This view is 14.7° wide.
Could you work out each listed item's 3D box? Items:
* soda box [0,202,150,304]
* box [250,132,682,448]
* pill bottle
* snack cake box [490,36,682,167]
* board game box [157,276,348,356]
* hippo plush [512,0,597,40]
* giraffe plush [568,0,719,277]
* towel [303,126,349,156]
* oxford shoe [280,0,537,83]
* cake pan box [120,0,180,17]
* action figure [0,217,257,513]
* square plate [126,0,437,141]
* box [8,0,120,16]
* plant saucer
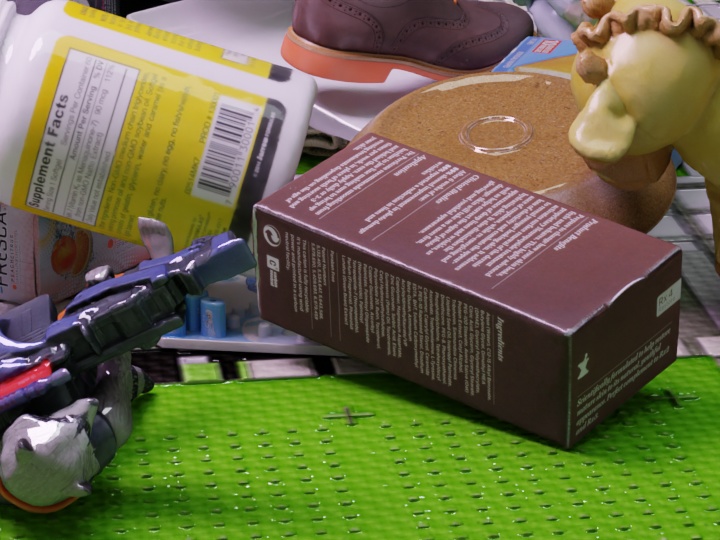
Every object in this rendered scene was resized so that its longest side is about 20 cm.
[{"bbox_3d":[-0.148,-0.041,1.601,0.068,0.064,0.200,11,22,30],"label":"soda box"},{"bbox_3d":[0.053,0.006,1.398,0.199,0.075,0.100,21,38,34],"label":"box"},{"bbox_3d":[-0.131,-0.077,1.473,0.199,0.115,0.114,17,19,-3],"label":"pill bottle"},{"bbox_3d":[0.131,-0.084,1.716,0.114,0.068,0.200,5,20,17],"label":"snack cake box"},{"bbox_3d":[0.000,0.000,1.539,0.199,0.026,0.200,2,19,7],"label":"board game box"},{"bbox_3d":[0.092,-0.223,1.958,0.160,0.201,0.159,-11,-1,-6],"label":"hippo plush"},{"bbox_3d":[0.181,-0.081,1.460,0.161,0.201,0.173,10,28,-9],"label":"giraffe plush"},{"bbox_3d":[-0.042,-0.118,1.862,0.148,0.037,0.200,7,20,16],"label":"towel"},{"bbox_3d":[0.042,-0.163,1.773,0.199,0.073,0.071,-7,31,-42],"label":"oxford shoe"},{"bbox_3d":[-0.131,-0.210,1.876,0.199,0.053,0.184,-30,-23,27],"label":"cake pan box"},{"bbox_3d":[-0.120,0.047,1.298,0.199,0.105,0.194,-22,20,15],"label":"action figure"},{"bbox_3d":[-0.020,-0.133,1.798,0.197,0.029,0.200,27,26,26],"label":"square plate"},{"bbox_3d":[-0.232,-0.170,1.761,0.131,0.201,0.115,6,20,17],"label":"box"},{"bbox_3d":[0.077,-0.062,1.556,0.199,0.036,0.201,-4,33,2],"label":"plant saucer"}]
